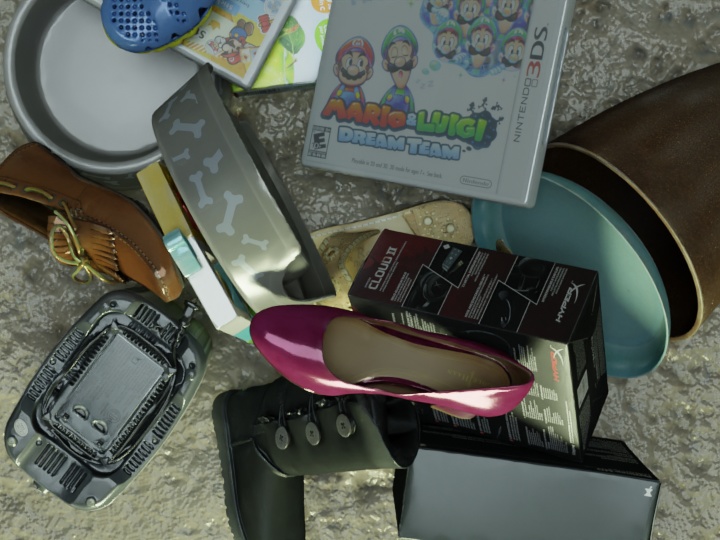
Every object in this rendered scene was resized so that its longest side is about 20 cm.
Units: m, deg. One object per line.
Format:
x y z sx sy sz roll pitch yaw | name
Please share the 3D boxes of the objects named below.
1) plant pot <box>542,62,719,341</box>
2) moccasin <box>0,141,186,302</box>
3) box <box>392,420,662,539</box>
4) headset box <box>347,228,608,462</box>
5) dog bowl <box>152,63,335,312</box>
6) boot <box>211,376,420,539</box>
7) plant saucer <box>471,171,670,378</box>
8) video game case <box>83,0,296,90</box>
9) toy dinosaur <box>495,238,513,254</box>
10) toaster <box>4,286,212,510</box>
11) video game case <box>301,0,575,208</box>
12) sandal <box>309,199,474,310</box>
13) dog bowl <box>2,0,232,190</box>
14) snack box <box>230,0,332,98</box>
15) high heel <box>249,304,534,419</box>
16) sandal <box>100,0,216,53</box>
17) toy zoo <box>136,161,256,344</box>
0.270 -0.079 1.052 0.199 0.187 0.188 -38 93 -17 | plant pot
-0.215 -0.031 1.010 0.200 0.074 0.078 34 61 22 | moccasin
0.129 0.177 1.070 0.197 0.141 0.080 8 93 -1 | box
0.086 0.057 1.025 0.198 0.150 0.078 12 52 26 | headset box
-0.091 -0.055 0.995 0.058 0.200 0.202 -29 93 2 | dog bowl
-0.027 0.156 1.043 0.198 0.065 0.167 -19 88 40 | boot
0.170 -0.002 1.044 0.027 0.200 0.201 -40 93 -24 | plant saucer
-0.134 -0.272 1.044 0.198 0.023 0.184 28 89 -3 | video game case
0.131 0.029 1.076 0.201 0.100 0.059 58 48 -34 | toy dinosaur
-0.194 0.090 1.065 0.113 0.129 0.201 36 93 -3 | toaster
0.058 -0.155 1.011 0.198 0.024 0.185 12 92 26 | video game case
-0.002 -0.005 1.092 0.209 0.070 0.079 -23 94 1 | sandal
-0.204 -0.168 1.086 0.197 0.059 0.203 0 93 -2 | dog bowl
-0.018 -0.229 1.087 0.197 0.053 0.145 -7 93 -1 | snack box
0.023 0.056 0.927 0.197 0.096 0.068 15 67 -18 | high heel
-0.117 -0.242 0.992 0.199 0.087 0.080 -41 94 0 | sandal
-0.119 -0.010 1.014 0.020 0.200 0.132 -28 80 1 | toy zoo
